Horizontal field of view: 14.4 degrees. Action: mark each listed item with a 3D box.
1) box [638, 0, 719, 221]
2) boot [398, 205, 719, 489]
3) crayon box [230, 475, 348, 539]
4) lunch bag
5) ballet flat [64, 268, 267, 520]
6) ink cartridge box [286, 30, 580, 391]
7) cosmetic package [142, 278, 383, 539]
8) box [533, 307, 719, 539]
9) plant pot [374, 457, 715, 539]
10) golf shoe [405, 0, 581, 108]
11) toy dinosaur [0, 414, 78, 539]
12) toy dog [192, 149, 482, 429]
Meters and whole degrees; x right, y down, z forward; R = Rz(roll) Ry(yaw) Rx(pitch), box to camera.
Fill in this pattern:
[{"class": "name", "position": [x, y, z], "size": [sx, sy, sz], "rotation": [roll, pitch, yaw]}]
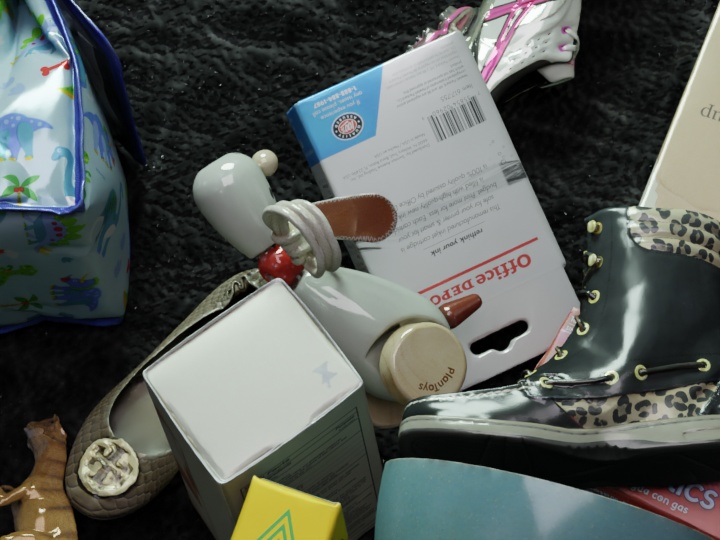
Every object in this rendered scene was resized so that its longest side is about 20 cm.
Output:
[{"class": "box", "position": [0.242, -0.082, 1.785], "size": [0.094, 0.078, 0.201], "rotation": [18, 68, 11]}, {"class": "boot", "position": [0.122, 0.044, 1.631], "size": [0.202, 0.074, 0.155], "rotation": [0, 63, 0]}, {"class": "crayon box", "position": [-0.054, 0.233, 1.592], "size": [0.058, 0.200, 0.173], "rotation": [14, 67, 10]}, {"class": "lunch bag", "position": [-0.202, -0.084, 1.765], "size": [0.127, 0.170, 0.201], "rotation": [-5, 63, 2]}, {"class": "ballet flat", "position": [-0.109, 0.069, 1.743], "size": [0.067, 0.046, 0.200], "rotation": [38, 65, 11]}, {"class": "ink cartridge box", "position": [0.048, -0.032, 1.758], "size": [0.115, 0.068, 0.201], "rotation": [-24, 91, -6]}, {"class": "cosmetic package", "position": [-0.051, 0.102, 1.652], "size": [0.103, 0.200, 0.087], "rotation": [-33, 66, -12]}, {"class": "box", "position": [0.191, 0.117, 1.684], "size": [0.199, 0.100, 0.096], "rotation": [25, 70, 15]}, {"class": "plant pot", "position": [0.092, 0.195, 1.547], "size": [0.199, 0.200, 0.136], "rotation": [14, 77, 10]}, {"class": "golf shoe", "position": [0.113, -0.162, 1.838], "size": [0.092, 0.073, 0.200], "rotation": [40, 83, 11]}, {"class": "toy dinosaur", "position": [-0.191, 0.175, 1.706], "size": [0.106, 0.060, 0.201], "rotation": [-14, 65, -4]}, {"class": "toy dog", "position": [0.000, 0.000, 1.668], "size": [0.096, 0.200, 0.132], "rotation": [-46, 31, -24]}]
